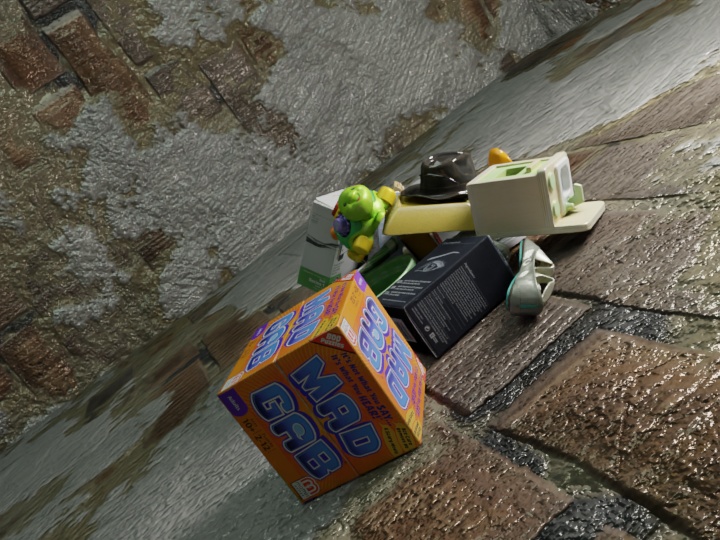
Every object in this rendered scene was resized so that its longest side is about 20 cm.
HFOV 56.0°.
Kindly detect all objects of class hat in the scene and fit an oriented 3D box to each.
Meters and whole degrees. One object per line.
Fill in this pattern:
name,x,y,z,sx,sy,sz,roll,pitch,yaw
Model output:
hat,0.177,-0.195,1.353,0.199,0.082,0.201,-4,15,1

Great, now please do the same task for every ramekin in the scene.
ramekin,0.044,0.066,1.308,0.199,0.098,0.200,-33,13,9

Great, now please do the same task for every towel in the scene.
towel,0.000,0.000,1.415,0.200,0.023,0.153,-38,-4,0

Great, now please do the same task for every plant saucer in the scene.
plant saucer,0.142,-0.119,1.337,0.198,0.049,0.200,-3,17,5

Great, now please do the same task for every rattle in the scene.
rattle,0.272,-0.162,1.423,0.199,0.143,0.130,-36,4,-18

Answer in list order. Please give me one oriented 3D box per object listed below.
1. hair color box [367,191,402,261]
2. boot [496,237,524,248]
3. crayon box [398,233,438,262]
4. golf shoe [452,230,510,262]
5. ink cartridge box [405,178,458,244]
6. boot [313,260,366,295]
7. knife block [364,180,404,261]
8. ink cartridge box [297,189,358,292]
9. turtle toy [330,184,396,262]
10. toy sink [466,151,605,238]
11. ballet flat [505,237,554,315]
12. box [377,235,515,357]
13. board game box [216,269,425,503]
hair color box,0.054,-0.080,1.571,0.060,0.202,0.099,-6,6,-16
boot,0.303,-0.123,1.329,0.200,0.096,0.073,-42,15,-21
crayon box,0.134,-0.049,1.418,0.052,0.126,0.200,-40,13,8
golf shoe,0.224,-0.055,1.269,0.098,0.078,0.200,-56,20,-11
ink cartridge box,0.183,-0.139,1.577,0.083,0.146,0.200,-33,13,6
boot,-0.057,0.062,1.627,0.199,0.073,0.151,-37,12,9
knife block,0.052,-0.097,1.673,0.174,0.201,0.064,-19,17,8
ink cartridge box,-0.056,-0.066,1.518,0.146,0.084,0.201,-31,-40,-58
turtle toy,-0.003,-0.109,1.328,0.147,0.101,0.200,-64,3,-12
toy sink,0.306,-0.134,1.179,0.199,0.113,0.130,-2,22,35
ballet flat,0.272,0.010,1.056,0.063,0.068,0.200,1,29,21
box,0.140,0.040,1.149,0.200,0.105,0.148,-38,13,-16
board game box,-0.043,0.160,0.973,0.199,0.201,0.200,-31,14,17
